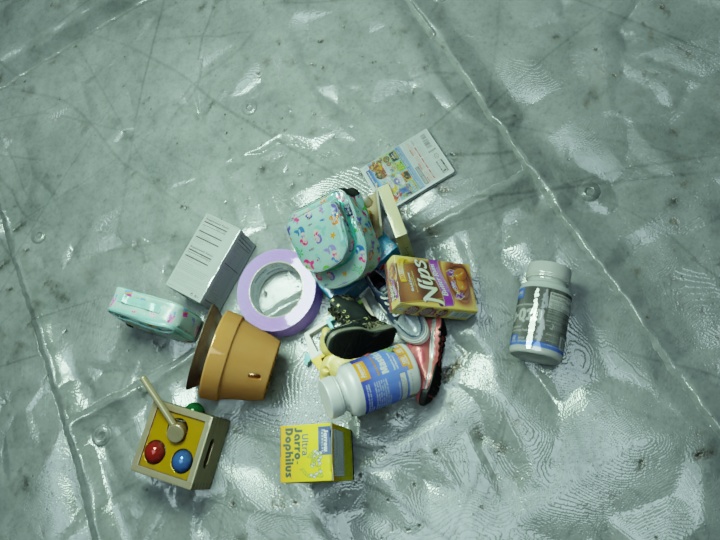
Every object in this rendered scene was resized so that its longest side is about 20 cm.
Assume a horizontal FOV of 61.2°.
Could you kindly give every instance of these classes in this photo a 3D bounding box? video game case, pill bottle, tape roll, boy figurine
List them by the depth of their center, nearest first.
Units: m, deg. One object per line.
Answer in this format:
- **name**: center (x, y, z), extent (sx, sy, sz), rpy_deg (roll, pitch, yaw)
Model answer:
- **pill bottle**: center (0.017, 0.235, 1.267), extent (0.197, 0.112, 0.113), rpy_deg (-16, 68, -20)
- **pill bottle**: center (0.389, 0.090, 1.301), extent (0.112, 0.114, 0.203), rpy_deg (10, 74, 15)
- **boy figurine**: center (-0.041, 0.223, 1.355), extent (0.123, 0.064, 0.202), rpy_deg (-32, 81, 1)
- **tape roll**: center (-0.194, 0.054, 1.464), extent (0.197, 0.066, 0.204), rpy_deg (-4, 72, 11)
- **video game case**: center (0.116, -0.248, 1.521), extent (0.198, 0.018, 0.144), rpy_deg (-30, 69, 1)

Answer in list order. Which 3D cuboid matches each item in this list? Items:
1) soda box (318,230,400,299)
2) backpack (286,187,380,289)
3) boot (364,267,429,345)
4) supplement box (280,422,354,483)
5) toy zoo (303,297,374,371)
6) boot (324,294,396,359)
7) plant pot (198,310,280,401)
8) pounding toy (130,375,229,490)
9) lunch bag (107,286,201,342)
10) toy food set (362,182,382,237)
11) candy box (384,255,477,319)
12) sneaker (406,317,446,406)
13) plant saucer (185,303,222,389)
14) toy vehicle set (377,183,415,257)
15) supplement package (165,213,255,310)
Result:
- **soda box**: center (0.000, 0.000, 1.438), extent (0.199, 0.068, 0.064), rpy_deg (-41, 67, -3)
- **backpack**: center (-0.055, -0.064, 1.337), extent (0.176, 0.150, 0.203), rpy_deg (-22, 94, 28)
- **boot**: center (0.075, 0.078, 1.355), extent (0.073, 0.091, 0.200), rpy_deg (-41, 51, -2)
- **supplement box**: center (-0.086, 0.382, 1.262), extent (0.108, 0.200, 0.111), rpy_deg (-6, 70, 9)
- **toy zoo**: center (-0.045, 0.169, 1.418), extent (0.198, 0.020, 0.132), rpy_deg (-31, 69, 1)
- **boot**: center (-0.034, 0.117, 1.316), extent (0.153, 0.202, 0.074), rpy_deg (36, 114, 37)
- **plant pot**: center (-0.264, 0.207, 1.372), extent (0.138, 0.200, 0.203), rpy_deg (17, 75, -4)
- **pounding toy**: center (-0.416, 0.365, 1.368), extent (0.181, 0.142, 0.203), rpy_deg (11, 75, 15)
- **lunch bag**: center (-0.497, 0.107, 1.460), extent (0.197, 0.161, 0.078), rpy_deg (12, 74, 15)
- **toy food set**: center (-0.041, -0.122, 1.454), extent (0.197, 0.061, 0.145), rpy_deg (-21, 48, 17)
- **candy box**: center (0.155, 0.039, 1.339), extent (0.197, 0.057, 0.118), rpy_deg (6, 62, -22)
- **sneaker**: center (0.137, 0.200, 1.353), extent (0.085, 0.074, 0.203), rpy_deg (2, 66, 23)
- **plant saucer**: center (-0.353, 0.179, 1.400), extent (0.036, 0.200, 0.203), rpy_deg (18, 75, -8)
- **toy vehicle set**: center (0.085, -0.098, 1.381), extent (0.026, 0.200, 0.126), rpy_deg (-20, 70, 5)
- **supplement package**: center (-0.365, -0.016, 1.497), extent (0.108, 0.114, 0.202), rpy_deg (24, 77, 17)
